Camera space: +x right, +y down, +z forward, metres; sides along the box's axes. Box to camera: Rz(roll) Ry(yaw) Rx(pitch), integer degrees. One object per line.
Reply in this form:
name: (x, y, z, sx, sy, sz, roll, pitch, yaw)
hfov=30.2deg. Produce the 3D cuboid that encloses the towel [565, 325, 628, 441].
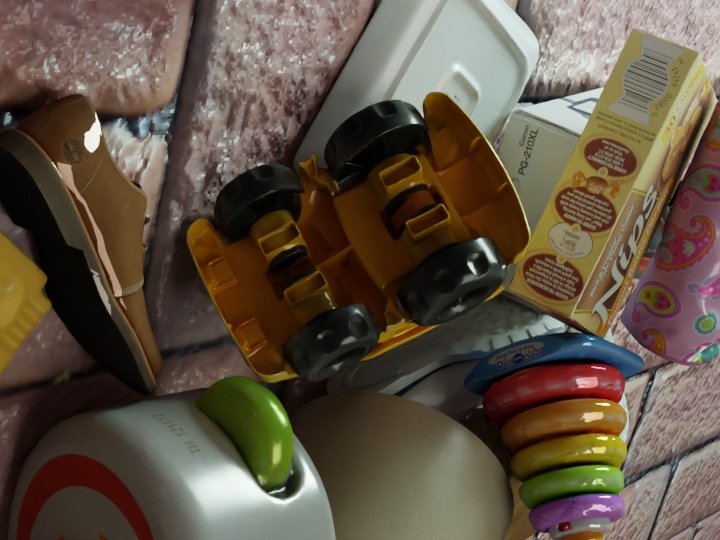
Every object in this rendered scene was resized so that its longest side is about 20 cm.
towel: (0.192, 0.117, 1.185, 0.171, 0.048, 0.202, -49, 129, -51)

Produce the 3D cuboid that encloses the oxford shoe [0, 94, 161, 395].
oxford shoe: (-0.141, -0.009, 0.751, 0.071, 0.071, 0.201, -46, 143, -31)

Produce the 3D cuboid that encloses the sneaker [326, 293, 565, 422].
sneaker: (0.071, 0.085, 1.051, 0.198, 0.076, 0.081, -21, 118, -8)

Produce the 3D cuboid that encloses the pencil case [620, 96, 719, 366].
pencil case: (0.266, -0.029, 0.987, 0.087, 0.087, 0.202, -11, 129, -49)

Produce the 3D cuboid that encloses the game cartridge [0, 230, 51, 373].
game cartridge: (-0.259, 0.042, 0.662, 0.201, 0.032, 0.177, -52, 146, -12)

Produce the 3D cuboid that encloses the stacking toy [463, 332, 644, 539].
stacking toy: (0.152, 0.154, 0.961, 0.109, 0.115, 0.202, 20, 56, -48)

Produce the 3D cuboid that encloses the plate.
plate: (0.055, -0.120, 0.966, 0.201, 0.032, 0.199, -60, 147, -2)

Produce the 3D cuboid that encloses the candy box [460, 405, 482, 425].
candy box: (0.099, 0.126, 1.175, 0.137, 0.061, 0.200, -61, 147, -2)

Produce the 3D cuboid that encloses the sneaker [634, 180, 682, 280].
sneaker: (0.273, -0.034, 1.127, 0.199, 0.076, 0.083, -9, 116, -63)

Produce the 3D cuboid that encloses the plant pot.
plant pot: (-0.002, 0.222, 0.929, 0.201, 0.185, 0.189, -66, 159, -47)

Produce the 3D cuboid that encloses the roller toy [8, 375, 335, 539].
roller toy: (-0.119, 0.172, 0.802, 0.139, 0.181, 0.203, -7, 88, -49)

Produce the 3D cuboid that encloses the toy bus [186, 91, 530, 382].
toy bus: (0.000, 0.000, 0.895, 0.198, 0.137, 0.192, -27, 163, -7)

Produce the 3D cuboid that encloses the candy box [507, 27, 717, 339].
candy box: (0.183, -0.057, 0.951, 0.202, 0.055, 0.115, -64, 156, 0)

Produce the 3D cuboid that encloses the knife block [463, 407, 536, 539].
knife block: (0.067, 0.214, 1.102, 0.175, 0.064, 0.200, -32, 149, -3)

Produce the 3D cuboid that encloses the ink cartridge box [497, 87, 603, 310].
ink cartridge box: (0.181, -0.064, 1.102, 0.199, 0.084, 0.146, -21, 132, -55)
